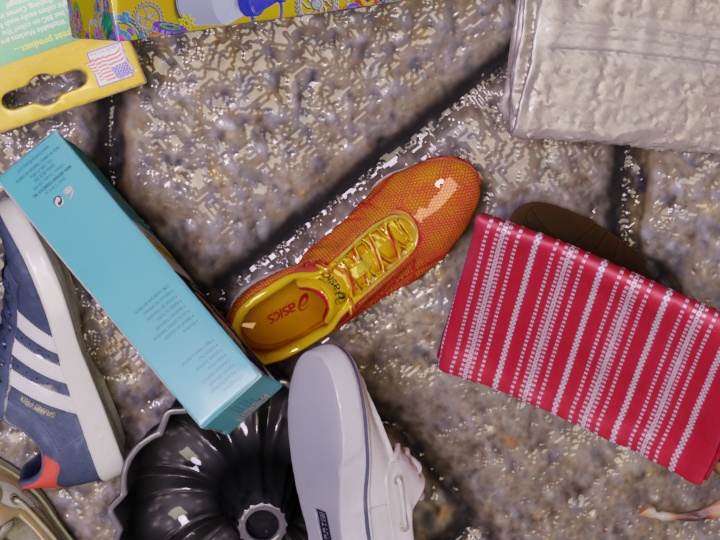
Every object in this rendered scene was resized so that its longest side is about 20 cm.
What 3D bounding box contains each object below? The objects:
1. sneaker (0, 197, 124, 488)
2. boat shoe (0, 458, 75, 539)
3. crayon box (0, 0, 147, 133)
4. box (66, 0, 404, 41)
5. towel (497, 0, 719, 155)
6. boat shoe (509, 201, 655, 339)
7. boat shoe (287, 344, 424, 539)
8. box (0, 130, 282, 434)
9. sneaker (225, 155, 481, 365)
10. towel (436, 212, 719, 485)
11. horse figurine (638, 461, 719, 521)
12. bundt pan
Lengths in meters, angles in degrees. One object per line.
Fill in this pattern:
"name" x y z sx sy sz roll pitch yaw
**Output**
"sneaker" -0.219 0.054 0.985 0.084 0.075 0.200 -16 105 -3
"boat shoe" -0.233 0.194 1.025 0.073 0.063 0.201 -40 105 5
"crayon box" -0.222 -0.192 0.933 0.126 0.052 0.200 -19 105 -1
"box" -0.077 -0.244 0.873 0.192 0.122 0.200 -12 104 -20
"towel" 0.194 -0.143 1.001 0.200 0.034 0.133 5 105 -8
"boat shoe" 0.170 0.037 1.020 0.200 0.072 0.072 37 132 3
"boat shoe" 0.005 0.138 0.964 0.070 0.071 0.200 -16 103 -30
"box" -0.134 0.009 0.937 0.049 0.082 0.200 -41 80 -2
"sneaker" 0.000 0.000 0.994 0.200 0.077 0.073 -39 103 3
"towel" 0.151 0.053 0.982 0.200 0.022 0.145 24 135 11
"horse figurine" 0.278 0.115 1.068 0.132 0.050 0.200 14 106 -2
"bundt pan" -0.067 0.158 1.027 0.202 0.076 0.202 -1 104 -5
